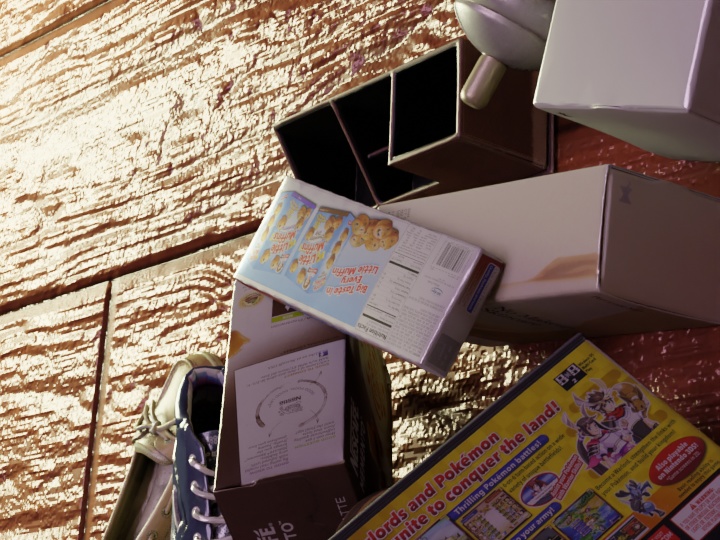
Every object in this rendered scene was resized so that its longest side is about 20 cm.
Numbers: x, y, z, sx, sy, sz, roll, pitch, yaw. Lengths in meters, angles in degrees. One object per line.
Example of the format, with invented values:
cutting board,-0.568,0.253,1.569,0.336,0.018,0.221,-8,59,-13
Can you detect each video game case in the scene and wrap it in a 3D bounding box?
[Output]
video game case,0.106,0.144,1.024,0.181,0.200,0.026,40,151,25

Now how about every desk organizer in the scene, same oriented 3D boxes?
desk organizer,0.029,-0.079,1.341,0.200,0.077,0.072,-20,61,49

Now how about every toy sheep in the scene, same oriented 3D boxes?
toy sheep,0.107,-0.188,1.231,0.138,0.137,0.201,36,99,53

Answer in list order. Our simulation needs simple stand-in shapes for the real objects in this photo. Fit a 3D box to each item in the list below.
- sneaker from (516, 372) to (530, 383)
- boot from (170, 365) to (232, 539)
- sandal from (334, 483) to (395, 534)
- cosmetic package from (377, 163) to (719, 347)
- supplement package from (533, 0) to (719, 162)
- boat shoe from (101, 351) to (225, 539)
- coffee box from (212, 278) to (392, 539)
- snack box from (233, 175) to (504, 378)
sneaker,0.091,0.137,1.133,0.200,0.077,0.092,-53,-15,-63
boot,-0.088,0.149,1.284,0.200,0.072,0.091,-109,13,-54
sandal,0.038,0.155,1.169,0.054,0.200,0.081,6,116,34
cosmetic package,0.104,-0.004,1.191,0.200,0.105,0.072,-9,72,53
supplement package,0.192,-0.166,1.118,0.121,0.119,0.201,9,84,53
boat shoe,-0.146,0.153,1.500,0.073,0.063,0.202,23,95,54
coffee box,-0.030,0.098,1.256,0.079,0.115,0.200,-13,34,10
snack box,0.000,0.000,1.208,0.200,0.024,0.072,23,84,53
